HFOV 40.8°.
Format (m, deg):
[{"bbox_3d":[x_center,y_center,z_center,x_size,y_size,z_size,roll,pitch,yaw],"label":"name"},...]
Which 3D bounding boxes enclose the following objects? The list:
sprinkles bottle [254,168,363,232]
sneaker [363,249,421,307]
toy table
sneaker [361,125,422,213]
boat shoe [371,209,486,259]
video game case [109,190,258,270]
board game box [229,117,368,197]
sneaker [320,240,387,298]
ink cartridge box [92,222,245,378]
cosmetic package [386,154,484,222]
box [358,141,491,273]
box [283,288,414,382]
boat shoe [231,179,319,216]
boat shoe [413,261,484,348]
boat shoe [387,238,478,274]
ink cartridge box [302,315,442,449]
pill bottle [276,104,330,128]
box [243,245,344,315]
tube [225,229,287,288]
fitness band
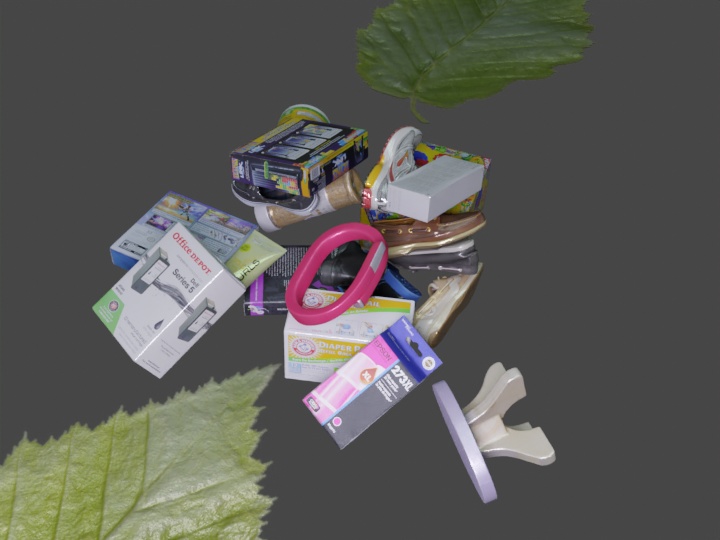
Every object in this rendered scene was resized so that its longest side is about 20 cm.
[{"bbox_3d":[-0.094,-0.127,1.751,0.198,0.069,0.069,-16,38,22],"label":"sprinkles bottle"},{"bbox_3d":[0.035,0.031,1.654,0.070,0.078,0.200,27,10,-27],"label":"sneaker"},{"bbox_3d":[0.191,0.226,1.395,0.116,0.184,0.201,-23,56,-3],"label":"toy table"},{"bbox_3d":[0.070,-0.172,1.696,0.081,0.078,0.201,19,56,11],"label":"sneaker"},{"bbox_3d":[0.112,-0.074,1.628,0.198,0.068,0.072,-14,11,10],"label":"boat shoe"},{"bbox_3d":[-0.312,-0.046,1.728,0.198,0.046,0.182,22,48,18],"label":"video game case"},{"bbox_3d":[-0.104,-0.201,1.691,0.164,0.057,0.200,13,32,28],"label":"board game box"},{"bbox_3d":[0.000,-0.003,1.596,0.103,0.061,0.200,4,16,17],"label":"sneaker"},{"bbox_3d":[-0.305,0.045,1.545,0.200,0.084,0.145,-46,56,-5],"label":"ink cartridge box"},{"bbox_3d":[0.129,-0.140,1.633,0.082,0.051,0.199,17,28,29],"label":"cosmetic package"},{"bbox_3d":[0.120,-0.125,1.784,0.191,0.123,0.201,16,45,12],"label":"box"},{"bbox_3d":[-0.018,0.110,1.534,0.197,0.113,0.102,6,42,5],"label":"box"},{"bbox_3d":[-0.163,-0.147,1.715,0.199,0.066,0.070,22,76,37],"label":"boat shoe"},{"bbox_3d":[0.144,0.043,1.641,0.069,0.074,0.200,28,49,16],"label":"boat shoe"},{"bbox_3d":[0.120,-0.016,1.662,0.067,0.058,0.199,-26,15,-41],"label":"boat shoe"},{"bbox_3d":[0.018,0.166,1.439,0.200,0.037,0.095,-40,84,-1],"label":"ink cartridge box"},{"bbox_3d":[-0.125,-0.224,1.879,0.110,0.112,0.201,8,43,5],"label":"pill bottle"},{"bbox_3d":[-0.102,0.016,1.685,0.197,0.036,0.144,-1,44,-3],"label":"box"},{"bbox_3d":[-0.217,0.014,1.633,0.058,0.052,0.200,49,65,-14],"label":"tube"},{"bbox_3d":[-0.036,0.004,1.496,0.142,0.038,0.201,1,48,36],"label":"fitness band"}]
